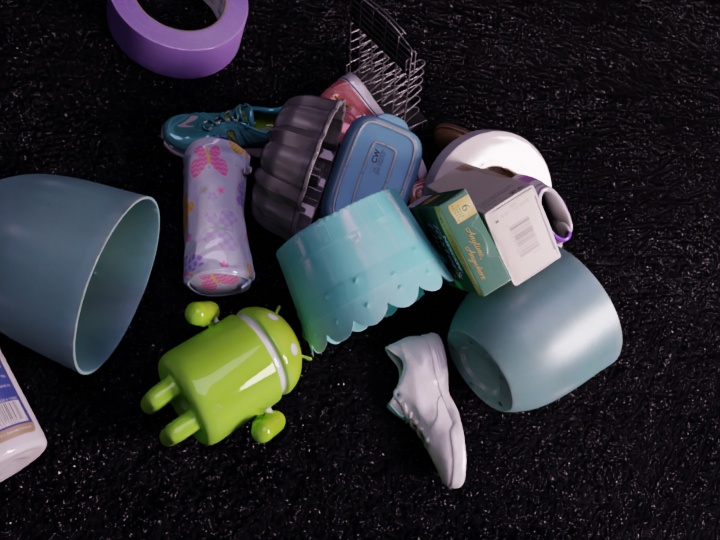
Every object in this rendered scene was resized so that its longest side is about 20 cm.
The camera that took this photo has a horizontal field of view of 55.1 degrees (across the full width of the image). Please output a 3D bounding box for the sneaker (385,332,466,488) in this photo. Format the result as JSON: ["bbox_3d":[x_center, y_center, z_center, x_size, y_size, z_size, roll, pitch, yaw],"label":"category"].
[{"bbox_3d":[0.080,0.185,0.901,0.087,0.076,0.204,-7,64,-10],"label":"sneaker"}]

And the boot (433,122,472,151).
[{"bbox_3d":[0.183,-0.148,1.084,0.200,0.074,0.076,42,69,-2],"label":"boot"}]

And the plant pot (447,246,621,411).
[{"bbox_3d":[0.212,0.087,0.913,0.160,0.201,0.202,-32,81,-19],"label":"plant pot"}]

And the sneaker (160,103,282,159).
[{"bbox_3d":[-0.176,-0.201,0.954,0.196,0.080,0.079,-10,71,-24],"label":"sneaker"}]

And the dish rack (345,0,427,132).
[{"bbox_3d":[0.038,-0.300,1.006,0.054,0.201,0.154,-35,68,-18],"label":"dish rack"}]

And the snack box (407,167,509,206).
[{"bbox_3d":[0.164,-0.122,1.037,0.196,0.024,0.073,-20,107,-9],"label":"snack box"}]

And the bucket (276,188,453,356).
[{"bbox_3d":[0.000,0.000,0.863,0.205,0.207,0.137,-25,85,-28],"label":"bucket"}]

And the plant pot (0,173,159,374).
[{"bbox_3d":[-0.334,-0.010,0.749,0.158,0.201,0.204,19,61,-1],"label":"plant pot"}]

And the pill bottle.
[{"bbox_3d":[-0.414,0.119,0.700,0.110,0.111,0.202,-28,79,-29],"label":"pill bottle"}]

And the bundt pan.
[{"bbox_3d":[-0.085,-0.138,0.902,0.074,0.203,0.205,20,61,1],"label":"bundt pan"}]

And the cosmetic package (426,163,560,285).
[{"bbox_3d":[0.165,-0.067,0.892,0.070,0.200,0.106,-30,113,-5],"label":"cosmetic package"}]

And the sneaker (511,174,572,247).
[{"bbox_3d":[0.257,-0.028,0.975,0.071,0.114,0.204,-21,111,-10],"label":"sneaker"}]

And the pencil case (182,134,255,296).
[{"bbox_3d":[-0.184,-0.069,0.892,0.089,0.083,0.204,8,65,-29],"label":"pencil case"}]

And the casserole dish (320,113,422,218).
[{"bbox_3d":[0.018,-0.129,0.977,0.119,0.039,0.204,21,86,-5],"label":"casserole dish"}]

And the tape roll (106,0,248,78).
[{"bbox_3d":[-0.266,-0.384,1.007,0.196,0.066,0.204,9,64,-18],"label":"tape roll"}]

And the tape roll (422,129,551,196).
[{"bbox_3d":[0.186,-0.102,1.015,0.198,0.037,0.207,-4,106,-15],"label":"tape roll"}]

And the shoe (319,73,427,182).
[{"bbox_3d":[0.008,-0.192,1.035,0.091,0.071,0.201,-39,89,-17],"label":"shoe"}]

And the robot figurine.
[{"bbox_3d":[-0.152,0.120,0.801,0.198,0.116,0.177,-30,85,-30],"label":"robot figurine"}]

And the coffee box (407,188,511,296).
[{"bbox_3d":[0.116,-0.038,0.882,0.043,0.200,0.125,-29,99,-6],"label":"coffee box"}]
